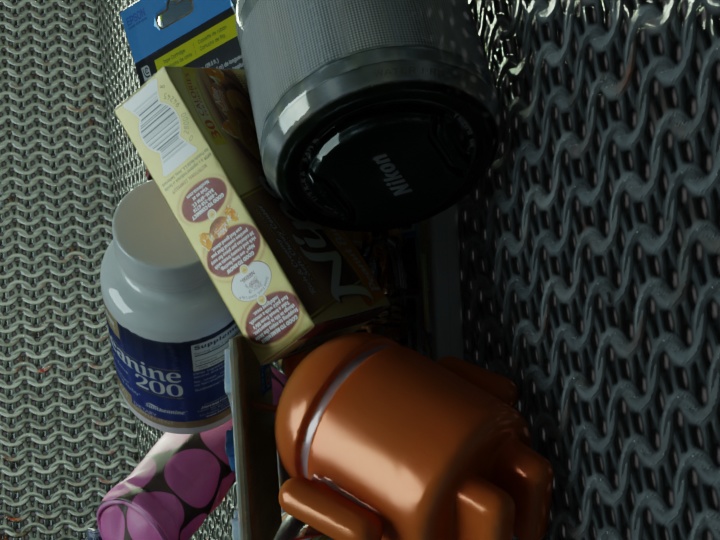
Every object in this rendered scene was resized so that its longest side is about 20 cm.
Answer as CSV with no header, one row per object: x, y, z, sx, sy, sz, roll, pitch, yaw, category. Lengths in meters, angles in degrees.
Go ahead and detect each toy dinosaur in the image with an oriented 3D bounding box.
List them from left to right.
0.000,0.000,1.203,0.136,0.102,0.201,-46,25,50,toy dinosaur

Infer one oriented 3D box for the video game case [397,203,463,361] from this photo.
0.040,0.011,1.217,0.182,0.024,0.201,174,95,-75,video game case

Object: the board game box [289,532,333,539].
-0.001,0.261,1.136,0.200,0.046,0.152,-24,92,53,board game box

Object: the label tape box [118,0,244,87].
-0.098,-0.124,1.209,0.144,0.063,0.201,-17,87,49,label tape box

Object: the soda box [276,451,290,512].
-0.011,0.141,1.182,0.200,0.063,0.069,-17,82,58,soda box

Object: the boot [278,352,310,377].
-0.031,0.037,1.414,0.201,0.070,0.145,-142,57,-66,boot

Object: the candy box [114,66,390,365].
-0.071,-0.041,1.077,0.055,0.115,0.201,-35,80,26,candy box

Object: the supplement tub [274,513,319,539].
-0.030,0.250,1.333,0.200,0.122,0.123,148,119,-73,supplement tub

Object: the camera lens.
0.001,-0.140,1.065,0.160,0.159,0.201,106,156,-51,camera lens

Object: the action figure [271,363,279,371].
-0.074,0.155,1.533,0.201,0.054,0.119,68,-172,-46,action figure

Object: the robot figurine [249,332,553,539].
0.028,0.112,1.010,0.199,0.117,0.144,28,85,31,robot figurine

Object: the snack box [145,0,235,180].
-0.115,-0.168,1.499,0.200,0.168,0.068,108,154,-56,snack box

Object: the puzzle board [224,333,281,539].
-0.075,0.118,1.105,0.200,0.017,0.152,-25,-70,-88,puzzle board

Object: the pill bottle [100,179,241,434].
-0.134,0.026,1.180,0.201,0.110,0.111,92,167,-53,pill bottle

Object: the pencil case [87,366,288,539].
-0.126,0.159,1.273,0.090,0.200,0.094,10,128,32,pencil case
